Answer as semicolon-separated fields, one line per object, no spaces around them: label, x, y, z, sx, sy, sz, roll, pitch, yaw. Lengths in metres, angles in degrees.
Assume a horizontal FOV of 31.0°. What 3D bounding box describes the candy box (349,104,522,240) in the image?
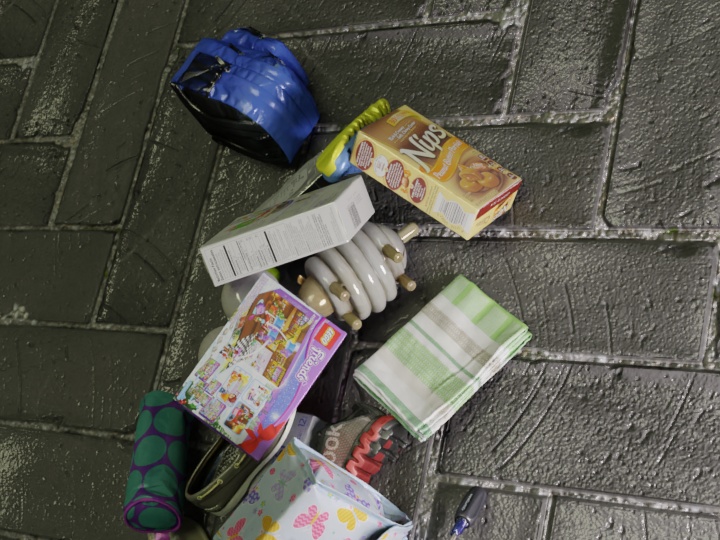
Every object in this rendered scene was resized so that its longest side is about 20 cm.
candy box;0.098;-0.132;1.711;0.199;0.115;0.056;35;130;19

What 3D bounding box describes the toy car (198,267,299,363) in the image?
toy car;-0.131;0.098;1.781;0.148;0.175;0.202;21;78;1

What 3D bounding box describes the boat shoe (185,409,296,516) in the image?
boat shoe;-0.155;0.227;1.701;0.203;0.060;0.072;-56;41;3

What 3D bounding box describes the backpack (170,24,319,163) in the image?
backpack;-0.159;-0.265;1.948;0.199;0.162;0.169;29;82;39

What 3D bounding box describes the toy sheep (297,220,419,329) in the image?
toy sheep;0.000;0.000;1.744;0.199;0.139;0.138;-31;51;-14

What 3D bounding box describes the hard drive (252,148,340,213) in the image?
hard drive;-0.111;-0.084;1.864;0.200;0.038;0.140;-41;16;10

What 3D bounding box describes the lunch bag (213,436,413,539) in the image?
lunch bag;-0.046;0.330;1.572;0.170;0.199;0.127;-49;32;5

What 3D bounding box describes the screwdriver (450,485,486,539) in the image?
screwdriver;0.101;0.318;1.518;0.029;0.200;0.028;29;129;15

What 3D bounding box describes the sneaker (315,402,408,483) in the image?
sneaker;-0.029;0.254;1.678;0.201;0.071;0.098;-51;52;-1

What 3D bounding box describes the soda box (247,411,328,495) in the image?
soda box;-0.100;0.288;1.711;0.068;0.063;0.202;7;72;37

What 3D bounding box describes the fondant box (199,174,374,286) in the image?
fondant box;-0.094;-0.053;1.703;0.198;0.144;0.059;-17;103;20

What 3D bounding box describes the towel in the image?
towel;0.102;0.106;1.662;0.200;0.031;0.149;-43;52;-9

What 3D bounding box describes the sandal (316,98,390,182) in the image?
sandal;0.010;-0.168;1.799;0.087;0.200;0.079;49;130;-3

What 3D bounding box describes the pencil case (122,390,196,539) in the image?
pencil case;-0.275;0.265;1.795;0.084;0.093;0.201;-3;43;3

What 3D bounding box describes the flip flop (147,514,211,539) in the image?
flip flop;-0.232;0.404;1.746;0.081;0.057;0.201;-42;53;9

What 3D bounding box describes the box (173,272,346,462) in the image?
box;-0.128;0.124;1.669;0.136;0.039;0.201;35;79;2
